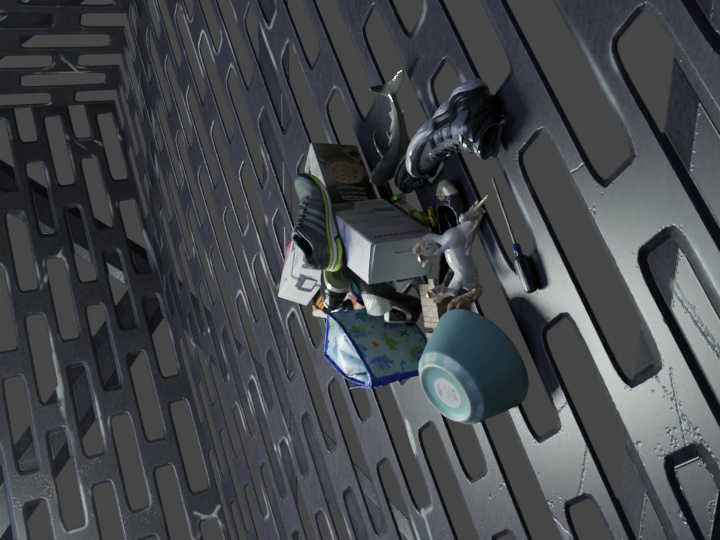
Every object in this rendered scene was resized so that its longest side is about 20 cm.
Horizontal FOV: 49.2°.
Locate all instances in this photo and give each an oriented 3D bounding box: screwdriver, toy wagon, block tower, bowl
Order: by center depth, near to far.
[{"bbox_3d":[0.247,-0.058,1.285,0.029,0.027,0.204,72,-178,-72],"label":"screwdriver"},{"bbox_3d":[0.175,0.179,1.336,0.199,0.104,0.204,32,140,31],"label":"bowl"},{"bbox_3d":[0.156,0.114,1.480,0.057,0.053,0.205,-1,96,62],"label":"block tower"},{"bbox_3d":[0.088,-0.073,1.571,0.200,0.039,0.159,-39,64,60],"label":"toy wagon"}]

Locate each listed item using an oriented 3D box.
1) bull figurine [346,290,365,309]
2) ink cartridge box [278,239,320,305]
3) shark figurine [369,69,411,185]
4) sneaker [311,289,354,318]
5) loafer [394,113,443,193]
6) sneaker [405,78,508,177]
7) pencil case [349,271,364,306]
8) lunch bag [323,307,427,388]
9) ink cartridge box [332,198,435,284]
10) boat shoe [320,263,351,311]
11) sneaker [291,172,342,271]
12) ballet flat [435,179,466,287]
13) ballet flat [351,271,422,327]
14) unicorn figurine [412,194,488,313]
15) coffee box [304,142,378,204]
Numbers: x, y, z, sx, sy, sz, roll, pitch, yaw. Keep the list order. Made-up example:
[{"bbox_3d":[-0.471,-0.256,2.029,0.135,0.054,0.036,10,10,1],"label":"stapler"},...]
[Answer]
[{"bbox_3d":[0.007,0.118,1.754,0.121,0.064,0.204,39,134,51],"label":"bull figurine"},{"bbox_3d":[-0.122,-0.030,1.885,0.200,0.083,0.148,131,151,-55],"label":"ink cartridge box"},{"bbox_3d":[0.081,-0.261,1.518,0.088,0.127,0.220,-1,80,37],"label":"shark figurine"},{"bbox_3d":[-0.071,0.064,1.888,0.199,0.069,0.092,-5,97,65],"label":"sneaker"},{"bbox_3d":[0.120,-0.200,1.442,0.064,0.071,0.201,60,145,23],"label":"loafer"},{"bbox_3d":[0.160,-0.210,1.307,0.201,0.075,0.115,-49,57,26],"label":"sneaker"},{"bbox_3d":[0.000,0.000,1.661,0.086,0.092,0.200,-51,20,8],"label":"pencil case"},{"bbox_3d":[0.041,0.165,1.595,0.199,0.167,0.130,36,129,51],"label":"lunch bag"},{"bbox_3d":[0.030,-0.059,1.490,0.200,0.142,0.086,40,131,51],"label":"ink cartridge box"},{"bbox_3d":[-0.051,-0.004,1.556,0.202,0.070,0.069,-90,9,-52],"label":"boat shoe"},{"bbox_3d":[-0.094,-0.091,1.475,0.074,0.079,0.204,-48,56,55],"label":"sneaker"},{"bbox_3d":[0.160,-0.061,1.416,0.066,0.056,0.205,2,100,60],"label":"ballet flat"},{"bbox_3d":[0.053,0.061,1.522,0.067,0.198,0.070,-2,68,46],"label":"ballet flat"},{"bbox_3d":[0.165,-0.029,1.368,0.074,0.135,0.203,-125,16,-60],"label":"unicorn figurine"},{"bbox_3d":[-0.041,-0.177,1.672,0.081,0.112,0.202,109,151,-42],"label":"coffee box"}]
